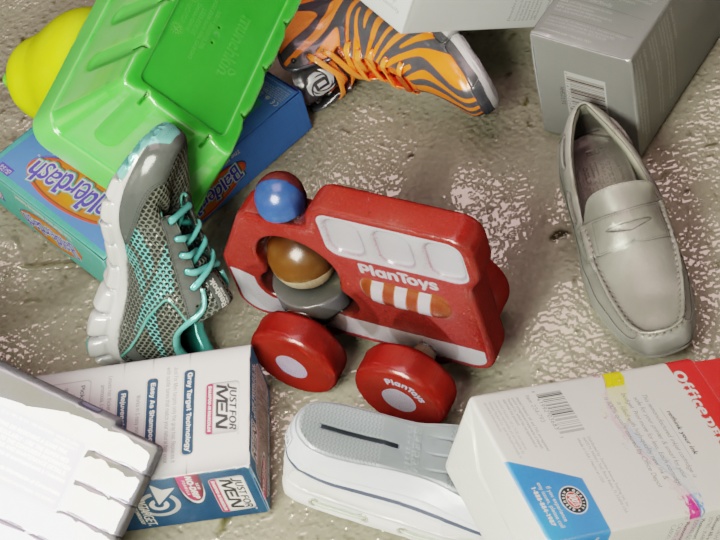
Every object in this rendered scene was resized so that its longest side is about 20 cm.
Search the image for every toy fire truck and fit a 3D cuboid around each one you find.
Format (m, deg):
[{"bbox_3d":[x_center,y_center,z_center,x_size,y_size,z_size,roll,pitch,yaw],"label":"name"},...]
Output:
[{"bbox_3d":[0.000,0.000,1.308,0.199,0.168,0.112,16,57,25],"label":"toy fire truck"}]

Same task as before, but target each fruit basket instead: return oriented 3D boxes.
[{"bbox_3d":[-0.159,-0.137,1.446,0.216,0.155,0.216,-46,22,24],"label":"fruit basket"}]

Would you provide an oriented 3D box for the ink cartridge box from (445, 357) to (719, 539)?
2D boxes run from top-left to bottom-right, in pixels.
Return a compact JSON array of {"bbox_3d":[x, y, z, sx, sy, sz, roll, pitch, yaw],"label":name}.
[{"bbox_3d":[0.167,0.122,1.207,0.199,0.067,0.116,-7,46,-23],"label":"ink cartridge box"}]

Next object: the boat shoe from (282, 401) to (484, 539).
[{"bbox_3d":[0.048,0.136,1.256,0.199,0.067,0.074,19,44,2],"label":"boat shoe"}]

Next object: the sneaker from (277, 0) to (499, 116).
[{"bbox_3d":[0.012,-0.149,1.496,0.112,0.078,0.200,-40,48,-8],"label":"sneaker"}]

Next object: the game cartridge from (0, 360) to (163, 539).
[{"bbox_3d":[-0.237,0.123,1.266,0.200,0.038,0.130,25,80,6],"label":"game cartridge"}]

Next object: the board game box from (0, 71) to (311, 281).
[{"bbox_3d":[-0.160,-0.092,1.504,0.200,0.045,0.152,-42,54,-19],"label":"board game box"}]

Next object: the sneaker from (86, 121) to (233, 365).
[{"bbox_3d":[-0.124,-0.008,1.347,0.091,0.200,0.078,22,40,14],"label":"sneaker"}]

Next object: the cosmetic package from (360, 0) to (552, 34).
[{"bbox_3d":[0.082,-0.235,1.470,0.200,0.081,0.113,-9,40,-37],"label":"cosmetic package"}]

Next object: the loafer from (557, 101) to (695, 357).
[{"bbox_3d":[0.173,-0.029,1.349,0.070,0.070,0.200,-19,50,-1],"label":"loafer"}]

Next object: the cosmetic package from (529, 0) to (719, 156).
[{"bbox_3d":[0.208,-0.193,1.449,0.090,0.107,0.200,18,57,26],"label":"cosmetic package"}]

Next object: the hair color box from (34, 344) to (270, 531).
[{"bbox_3d":[-0.161,0.118,1.328,0.199,0.061,0.100,-9,51,9],"label":"hair color box"}]
